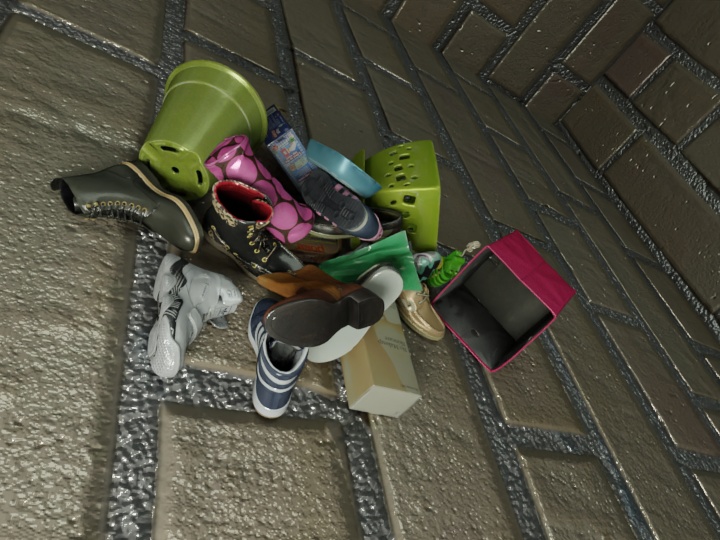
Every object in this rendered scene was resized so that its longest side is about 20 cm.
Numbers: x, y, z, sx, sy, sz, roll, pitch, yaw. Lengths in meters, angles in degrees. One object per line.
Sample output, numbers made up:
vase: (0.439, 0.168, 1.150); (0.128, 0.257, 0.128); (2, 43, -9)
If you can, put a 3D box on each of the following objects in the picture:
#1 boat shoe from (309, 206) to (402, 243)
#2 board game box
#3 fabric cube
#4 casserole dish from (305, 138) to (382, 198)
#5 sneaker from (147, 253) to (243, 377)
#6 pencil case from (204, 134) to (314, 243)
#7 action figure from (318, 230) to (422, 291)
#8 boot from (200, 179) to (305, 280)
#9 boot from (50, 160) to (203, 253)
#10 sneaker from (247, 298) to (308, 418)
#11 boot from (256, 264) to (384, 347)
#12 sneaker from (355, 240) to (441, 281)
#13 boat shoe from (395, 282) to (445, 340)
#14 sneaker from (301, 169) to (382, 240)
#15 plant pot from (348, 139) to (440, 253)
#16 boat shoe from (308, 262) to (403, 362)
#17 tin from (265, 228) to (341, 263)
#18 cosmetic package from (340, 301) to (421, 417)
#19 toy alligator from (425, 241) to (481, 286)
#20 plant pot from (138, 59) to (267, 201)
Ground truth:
boat shoe: (-0.018, -0.099, 1.056); (0.199, 0.066, 0.072); (8, 46, -4)
board game box: (-0.132, -0.226, 1.171); (0.200, 0.061, 0.200); (56, 2, -33)
fabric cube: (0.310, 0.061, 1.210); (0.200, 0.197, 0.199); (48, 32, 13)
casserole dish: (-0.038, -0.186, 1.036); (0.121, 0.039, 0.200); (33, 4, -34)
sneaker: (-0.223, 0.063, 0.770); (0.114, 0.075, 0.201); (16, 37, -29)
pencil case: (-0.163, -0.136, 0.928); (0.200, 0.090, 0.094); (50, 45, -36)
action figure: (0.000, 0.000, 0.992); (0.055, 0.198, 0.119); (-72, 147, -65)
boot: (-0.163, -0.055, 0.892); (0.199, 0.151, 0.073); (36, 62, -3)
boot: (-0.344, -0.081, 0.832); (0.199, 0.078, 0.138); (37, 35, 20)
sneaker: (-0.119, 0.095, 0.801); (0.069, 0.109, 0.201); (6, 44, -18)
boot: (-0.094, 0.031, 0.803); (0.187, 0.069, 0.199); (-16, 27, -35)
sneaker: (0.047, -0.027, 1.084); (0.199, 0.078, 0.140); (-23, 63, -18)
boat shoe: (0.103, 0.054, 1.125); (0.200, 0.065, 0.071); (47, 33, 9)
sneaker: (-0.035, -0.110, 0.998); (0.082, 0.070, 0.200); (32, 10, -47)
plant pot: (0.066, -0.142, 1.176); (0.179, 0.200, 0.201); (0, 40, 2)
boat shoe: (-0.013, 0.067, 0.894); (0.071, 0.200, 0.064); (46, 7, -19)
tin: (-0.124, -0.066, 1.061); (0.199, 0.042, 0.112); (6, 42, -41)
cosmetic package: (0.023, 0.135, 0.941); (0.104, 0.071, 0.201); (18, 39, -32)
toy alligator: (0.185, -0.004, 1.185); (0.059, 0.200, 0.055); (13, 67, -25)
plant pot: (-0.285, -0.227, 0.971); (0.199, 0.200, 0.191); (31, 45, -15)
